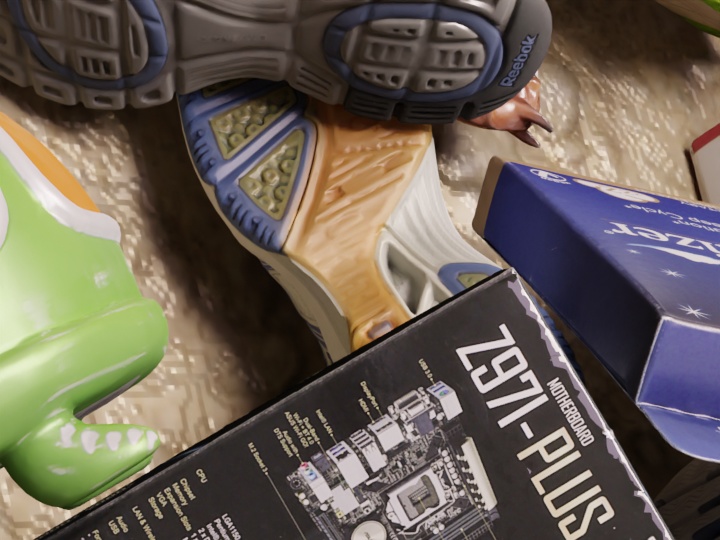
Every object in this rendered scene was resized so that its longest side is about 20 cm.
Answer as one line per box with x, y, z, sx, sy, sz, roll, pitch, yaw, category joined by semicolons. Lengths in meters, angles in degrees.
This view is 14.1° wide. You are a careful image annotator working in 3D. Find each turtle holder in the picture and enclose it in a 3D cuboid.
-0.146;0.027;0.717;0.132;0.185;0.141;60;12;2;turtle holder

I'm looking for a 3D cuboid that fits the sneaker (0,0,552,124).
-0.043;-0.097;0.871;0.200;0.075;0.087;8;48;-3;sneaker

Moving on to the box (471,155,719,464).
0.118;0.016;0.859;0.121;0.032;0.200;12;16;-18;box

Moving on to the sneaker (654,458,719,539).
0.126;0.144;0.911;0.115;0.081;0.199;46;44;-9;sneaker

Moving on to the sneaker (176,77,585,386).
0.000;0.000;0.895;0.075;0.088;0.200;-22;65;-10;sneaker

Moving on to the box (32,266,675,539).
0.016;0.126;0.765;0.164;0.086;0.200;-31;88;-8;box

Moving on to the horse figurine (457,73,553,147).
-0.020;-0.129;0.956;0.200;0.050;0.133;30;47;-32;horse figurine

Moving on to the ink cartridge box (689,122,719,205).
0.245;-0.035;1.064;0.200;0.147;0.083;5;61;-40;ink cartridge box

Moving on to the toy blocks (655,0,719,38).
0.121;-0.165;1.003;0.200;0.100;0.137;23;92;-53;toy blocks
